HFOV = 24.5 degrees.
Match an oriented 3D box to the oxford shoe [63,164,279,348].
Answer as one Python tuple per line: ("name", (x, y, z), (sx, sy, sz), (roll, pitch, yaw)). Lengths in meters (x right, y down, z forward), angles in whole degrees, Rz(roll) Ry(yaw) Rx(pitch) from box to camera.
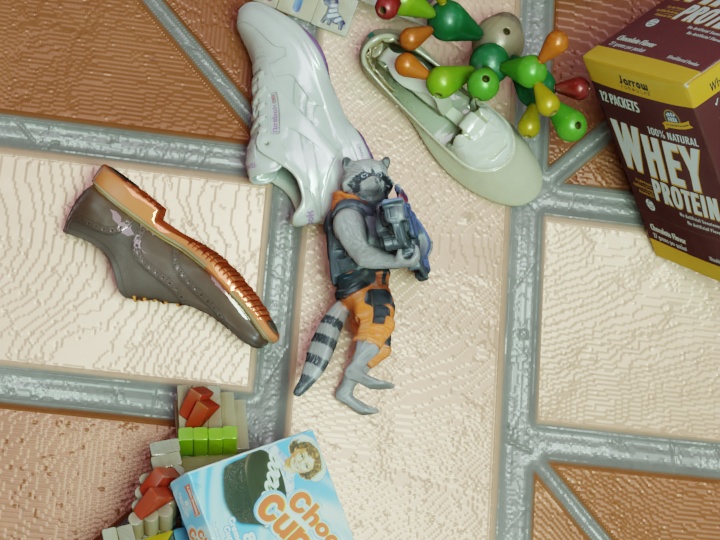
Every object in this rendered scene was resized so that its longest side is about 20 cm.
("oxford shoe", (-0.151, 0.004, 1.332), (0.200, 0.071, 0.073), (40, 91, 8))

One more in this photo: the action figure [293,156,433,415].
("action figure", (0.000, 0.000, 1.292), (0.103, 0.200, 0.196), (0, 74, 8))

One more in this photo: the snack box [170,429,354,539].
("snack box", (-0.053, 0.230, 1.223), (0.115, 0.037, 0.202), (-16, 80, -36))

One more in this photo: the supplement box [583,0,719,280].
("supplement box", (0.322, -0.129, 1.350), (0.196, 0.133, 0.201), (-35, 119, -16))

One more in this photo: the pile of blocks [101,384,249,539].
("pile of blocks", (-0.133, 0.163, 1.251), (0.081, 0.062, 0.201), (17, 54, 7))

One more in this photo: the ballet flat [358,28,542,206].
("ballet flat", (0.075, -0.131, 1.399), (0.200, 0.070, 0.070), (41, 72, 5))

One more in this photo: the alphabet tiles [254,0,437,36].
("alphabet tiles", (-0.014, -0.290, 1.415), (0.198, 0.008, 0.169), (21, 105, -3))

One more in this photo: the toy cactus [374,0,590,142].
("toy cactus", (0.111, -0.189, 1.378), (0.198, 0.165, 0.103), (26, 116, 1))

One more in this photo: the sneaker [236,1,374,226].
("sneaker", (-0.063, -0.130, 1.371), (0.099, 0.075, 0.202), (-25, 79, -16))
